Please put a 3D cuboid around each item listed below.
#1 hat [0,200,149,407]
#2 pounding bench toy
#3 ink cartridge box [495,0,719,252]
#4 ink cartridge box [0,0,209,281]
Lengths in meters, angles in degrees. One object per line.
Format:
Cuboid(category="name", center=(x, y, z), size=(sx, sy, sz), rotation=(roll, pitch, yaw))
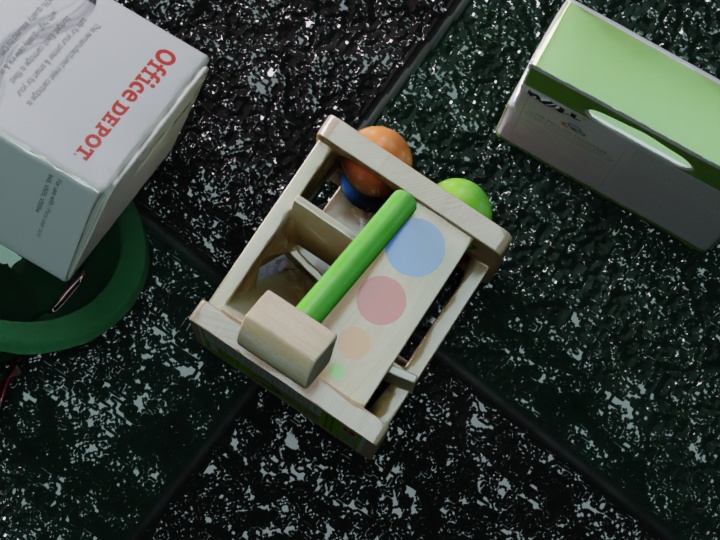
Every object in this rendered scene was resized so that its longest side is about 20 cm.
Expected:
Cuboid(category="hat", center=(-0.232, 0.039, 1.479), size=(0.165, 0.176, 0.200), rotation=(33, 44, 6))
Cuboid(category="pounding bench toy", center=(0.000, 0.000, 1.399), size=(0.124, 0.200, 0.156), rotation=(34, 83, 3))
Cuboid(category="ink cartridge box", center=(0.163, -0.089, 1.415), size=(0.147, 0.200, 0.076), rotation=(29, 82, 2))
Cuboid(category="ink cartridge box", center=(-0.207, -0.106, 1.435), size=(0.200, 0.083, 0.147), rotation=(31, 44, 3))
